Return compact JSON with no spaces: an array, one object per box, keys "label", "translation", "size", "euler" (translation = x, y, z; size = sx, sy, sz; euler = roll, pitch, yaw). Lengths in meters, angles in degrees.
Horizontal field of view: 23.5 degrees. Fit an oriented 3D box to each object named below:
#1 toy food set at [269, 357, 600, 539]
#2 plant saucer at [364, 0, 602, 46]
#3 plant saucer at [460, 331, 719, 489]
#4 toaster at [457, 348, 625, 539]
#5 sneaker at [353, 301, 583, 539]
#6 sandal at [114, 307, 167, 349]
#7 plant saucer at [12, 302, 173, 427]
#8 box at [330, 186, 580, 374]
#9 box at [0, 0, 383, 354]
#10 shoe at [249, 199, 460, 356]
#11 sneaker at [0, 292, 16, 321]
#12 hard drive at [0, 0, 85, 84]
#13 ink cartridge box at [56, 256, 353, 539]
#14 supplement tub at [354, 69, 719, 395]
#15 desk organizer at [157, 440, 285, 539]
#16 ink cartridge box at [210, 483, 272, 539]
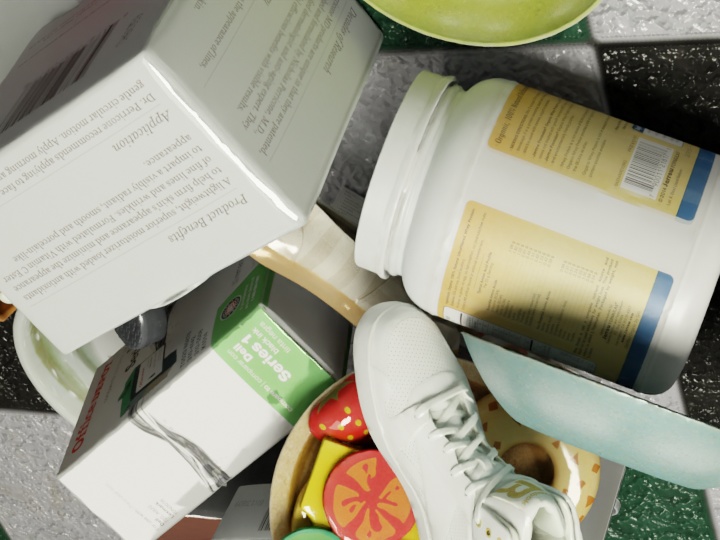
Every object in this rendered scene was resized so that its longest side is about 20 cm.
[{"label":"toy food set","translation":[0.041,0.153,1.075],"size":[0.198,0.200,0.049],"euler":[19,180,-7]},{"label":"plant saucer","translation":[0.055,-0.212,0.937],"size":[0.198,0.031,0.201],"euler":[15,138,14]},{"label":"plant saucer","translation":[0.145,0.086,0.984],"size":[0.199,0.039,0.201],"euler":[21,180,0]},{"label":"toaster","translation":[0.069,0.157,1.209],"size":[0.199,0.119,0.181],"euler":[27,153,1]},{"label":"sneaker","translation":[0.070,0.109,0.987],"size":[0.115,0.073,0.202],"euler":[-6,107,59]},{"label":"sandal","translation":[-0.172,-0.046,1.138],"size":[0.202,0.043,0.076],"euler":[65,153,2]},{"label":"plant saucer","translation":[-0.168,0.068,1.327],"size":[0.198,0.050,0.201],"euler":[15,137,15]},{"label":"box","translation":[0.060,0.016,1.159],"size":[0.199,0.042,0.039],"euler":[30,140,-3]},{"label":"box","translation":[-0.116,-0.089,1.008],"size":[0.198,0.201,0.131],"euler":[-27,117,33]},{"label":"shoe","translation":[0.000,0.000,1.080],"size":[0.199,0.070,0.054],"euler":[33,99,-36]},{"label":"sneaker","translation":[-0.230,-0.035,1.141],"size":[0.085,0.073,0.200],"euler":[42,147,6]},{"label":"hard drive","translation":[-0.210,-0.153,1.146],"size":[0.131,0.026,0.201],"euler":[-10,127,35]},{"label":"ink cartridge box","translation":[-0.101,0.073,1.172],"size":[0.200,0.146,0.084],"euler":[-39,109,21]},{"label":"supplement tub","translation":[0.110,-0.026,1.009],"size":[0.198,0.145,0.145],"euler":[21,139,9]},{"label":"desk organizer","translation":[-0.074,0.178,1.318],"size":[0.198,0.072,0.077],"euler":[8,144,-12]},{"label":"ink cartridge box","translation":[0.004,0.220,1.192],"size":[0.200,0.051,0.109],"euler":[43,150,-25]}]
